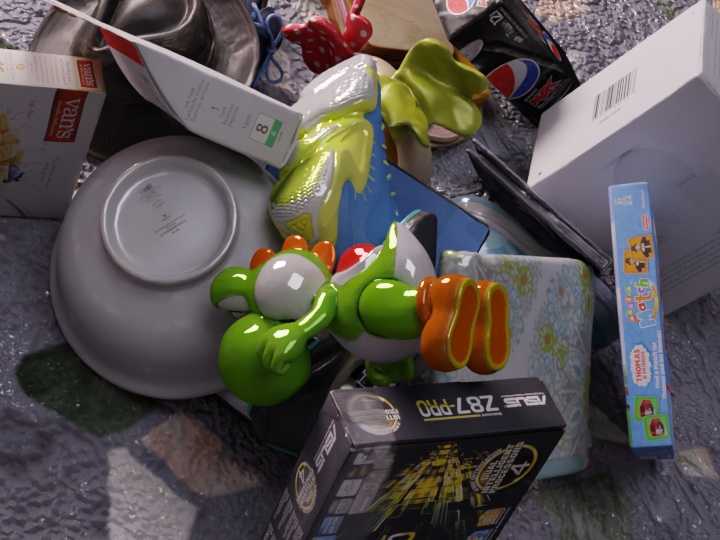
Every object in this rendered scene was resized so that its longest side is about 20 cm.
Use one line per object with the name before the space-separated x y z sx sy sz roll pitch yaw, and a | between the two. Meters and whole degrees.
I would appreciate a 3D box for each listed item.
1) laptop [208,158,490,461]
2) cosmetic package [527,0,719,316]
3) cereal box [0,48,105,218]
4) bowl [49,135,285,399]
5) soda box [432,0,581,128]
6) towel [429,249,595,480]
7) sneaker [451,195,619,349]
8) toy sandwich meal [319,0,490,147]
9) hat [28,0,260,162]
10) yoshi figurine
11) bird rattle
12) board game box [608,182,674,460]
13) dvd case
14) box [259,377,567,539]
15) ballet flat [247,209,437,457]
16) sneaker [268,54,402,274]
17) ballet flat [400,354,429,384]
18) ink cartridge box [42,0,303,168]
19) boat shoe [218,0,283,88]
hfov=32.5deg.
laptop | -0.040 0.007 0.925 0.186 0.117 0.200 33 45 15
cosmetic package | 0.293 -0.096 1.121 0.199 0.198 0.124 40 42 -19
cereal box | -0.292 -0.097 0.870 0.197 0.144 0.040 2 53 -27
bowl | -0.131 -0.019 0.879 0.197 0.091 0.205 1 68 -2
soda box | 0.146 -0.218 1.202 0.199 0.063 0.072 31 34 -51
towel | 0.116 0.075 0.940 0.198 0.048 0.175 2 88 -51
sneaker | 0.132 0.042 1.050 0.198 0.079 0.132 33 59 -15
toy sandwich meal | 0.044 -0.210 1.198 0.202 0.071 0.208 15 49 -18
hat | -0.178 -0.188 1.003 0.197 0.081 0.204 2 73 -5
yoshi figurine | -0.013 0.046 0.774 0.197 0.114 0.112 4 37 31
bird rattle | 0.008 -0.137 1.065 0.112 0.165 0.199 -28 38 -31
board game box | 0.230 0.047 1.005 0.036 0.151 0.204 -4 77 14
dvd case | 0.157 -0.051 1.082 0.148 0.016 0.200 43 5 7
box | 0.024 0.155 0.802 0.159 0.202 0.049 2 42 -29
ballet flat | 0.006 0.051 0.864 0.073 0.073 0.201 40 81 7
sneaker | -0.010 -0.071 0.921 0.106 0.075 0.202 54 36 -30
ballet flat | 0.000 0.000 1.011 0.063 0.067 0.202 -21 74 -40
ink cartridge box | -0.154 -0.141 0.887 0.197 0.051 0.161 19 7 -24
boat shoe | -0.100 -0.222 1.117 0.067 0.085 0.203 4 54 -11
